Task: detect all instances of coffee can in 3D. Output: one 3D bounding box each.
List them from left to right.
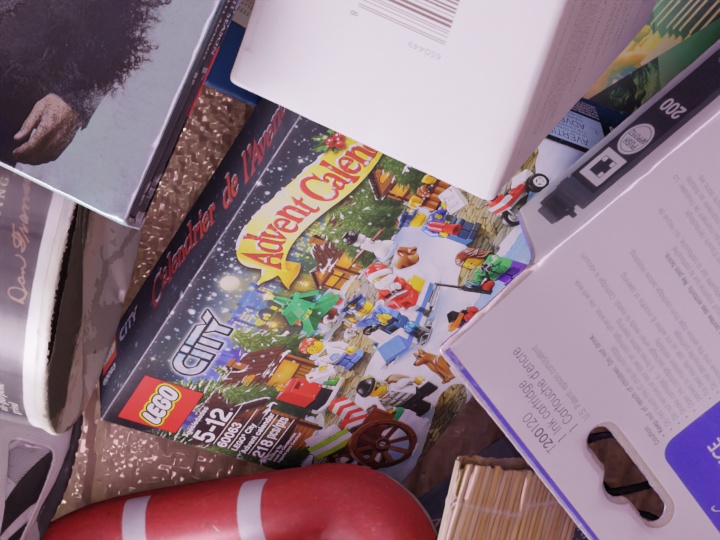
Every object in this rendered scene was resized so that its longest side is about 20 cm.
[{"bbox_3d":[-0.190,-0.033,0.858,0.198,0.146,0.148,13,97,4],"label":"coffee can"}]

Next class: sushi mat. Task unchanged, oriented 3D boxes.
[{"bbox_3d":[0.040,0.169,0.885,0.012,0.095,0.202,16,94,34],"label":"sushi mat"}]

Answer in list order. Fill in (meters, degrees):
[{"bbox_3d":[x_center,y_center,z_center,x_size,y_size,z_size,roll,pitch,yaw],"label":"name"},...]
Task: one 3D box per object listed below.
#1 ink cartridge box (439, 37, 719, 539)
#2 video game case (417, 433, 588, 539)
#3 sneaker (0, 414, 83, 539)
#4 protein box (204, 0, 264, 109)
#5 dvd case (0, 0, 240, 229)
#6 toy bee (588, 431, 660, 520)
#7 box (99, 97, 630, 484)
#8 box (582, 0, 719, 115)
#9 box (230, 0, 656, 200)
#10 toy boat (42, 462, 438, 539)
[{"bbox_3d":[0.149,0.023,0.865,0.200,0.043,0.198,-40,119,-3],"label":"ink cartridge box"},{"bbox_3d":[0.035,0.176,0.945,0.200,0.019,0.143,-39,77,16],"label":"video game case"},{"bbox_3d":[-0.168,0.086,0.893,0.074,0.088,0.202,-3,65,29],"label":"sneaker"},{"bbox_3d":[-0.054,-0.180,0.826,0.134,0.200,0.200,31,94,12],"label":"protein box"},{"bbox_3d":[-0.092,-0.134,0.719,0.145,0.022,0.201,26,92,13],"label":"dvd case"},{"bbox_3d":[0.176,0.160,0.965,0.198,0.109,0.131,11,141,4],"label":"toy bee"},{"bbox_3d":[0.000,0.000,0.891,0.136,0.038,0.200,17,129,-25],"label":"box"},{"bbox_3d":[0.159,-0.045,0.919,0.144,0.036,0.201,-32,98,-2],"label":"box"},{"bbox_3d":[0.051,-0.128,0.776,0.097,0.200,0.125,25,119,11],"label":"box"},{"bbox_3d":[-0.065,0.152,0.901,0.198,0.131,0.132,-11,88,20],"label":"toy boat"}]
